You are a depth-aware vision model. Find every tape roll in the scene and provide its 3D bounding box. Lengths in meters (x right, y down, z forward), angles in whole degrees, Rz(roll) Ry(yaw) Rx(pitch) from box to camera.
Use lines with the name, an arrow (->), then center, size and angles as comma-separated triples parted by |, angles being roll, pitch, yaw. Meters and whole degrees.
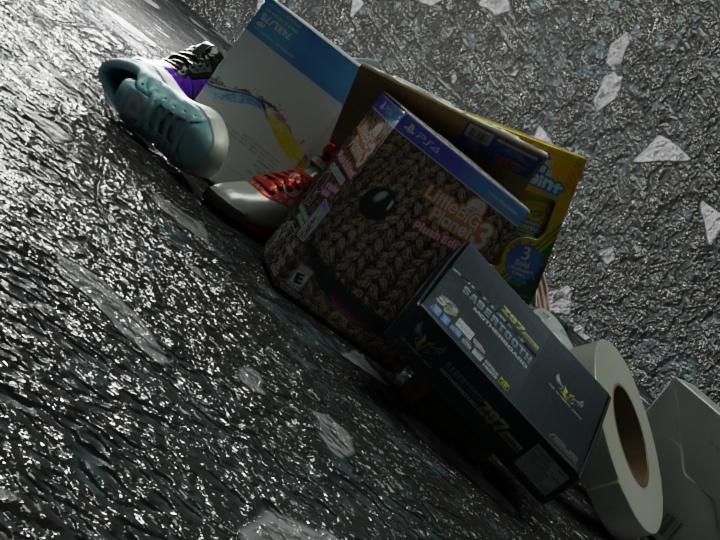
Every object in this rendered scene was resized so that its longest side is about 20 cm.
tape roll -> 0.258, 0.171, 1.362 | 0.203, 0.037, 0.204 | 49, 32, -45

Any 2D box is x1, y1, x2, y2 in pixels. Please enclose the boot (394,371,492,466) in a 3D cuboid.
boot -> 0.098, 0.120, 1.224 | 0.097, 0.075, 0.200 | 49, 19, 8

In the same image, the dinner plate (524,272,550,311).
dinner plate -> 0.212, 0.098, 1.597 | 0.024, 0.202, 0.200 | -2, -2, 14

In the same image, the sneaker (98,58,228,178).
sneaker -> -0.212, -0.158, 1.377 | 0.081, 0.074, 0.200 | 9, 22, -44

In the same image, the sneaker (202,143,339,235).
sneaker -> -0.067, -0.089, 1.391 | 0.200, 0.108, 0.067 | 17, 20, -46

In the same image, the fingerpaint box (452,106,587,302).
fingerpaint box -> 0.119, -0.080, 1.446 | 0.198, 0.168, 0.073 | 20, 8, -10

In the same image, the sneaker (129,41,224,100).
sneaker -> -0.223, -0.249, 1.681 | 0.069, 0.100, 0.200 | 39, 6, 21

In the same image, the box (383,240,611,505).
box -> 0.124, 0.083, 1.162 | 0.200, 0.051, 0.158 | 48, 28, -1

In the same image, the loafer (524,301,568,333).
loafer -> 0.127, 0.059, 1.465 | 0.199, 0.071, 0.068 | 13, -12, -4

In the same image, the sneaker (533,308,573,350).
sneaker -> 0.138, 0.078, 1.395 | 0.199, 0.076, 0.115 | 29, 32, 13

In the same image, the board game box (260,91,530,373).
board game box -> 0.030, -0.036, 1.270 | 0.159, 0.201, 0.097 | 35, 8, -21

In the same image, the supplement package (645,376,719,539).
supplement package -> 0.394, 0.248, 1.516 | 0.200, 0.156, 0.111 | 42, 9, 27

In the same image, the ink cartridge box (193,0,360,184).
ink cartridge box -> -0.087, -0.171, 1.502 | 0.146, 0.201, 0.147 | 39, 7, 12

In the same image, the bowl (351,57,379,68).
bowl -> -0.064, -0.199, 1.724 | 0.201, 0.199, 0.106 | -1, 80, -78

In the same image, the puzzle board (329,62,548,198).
puzzle board -> 0.075, -0.125, 1.330 | 0.199, 0.018, 0.151 | 25, -27, -2
